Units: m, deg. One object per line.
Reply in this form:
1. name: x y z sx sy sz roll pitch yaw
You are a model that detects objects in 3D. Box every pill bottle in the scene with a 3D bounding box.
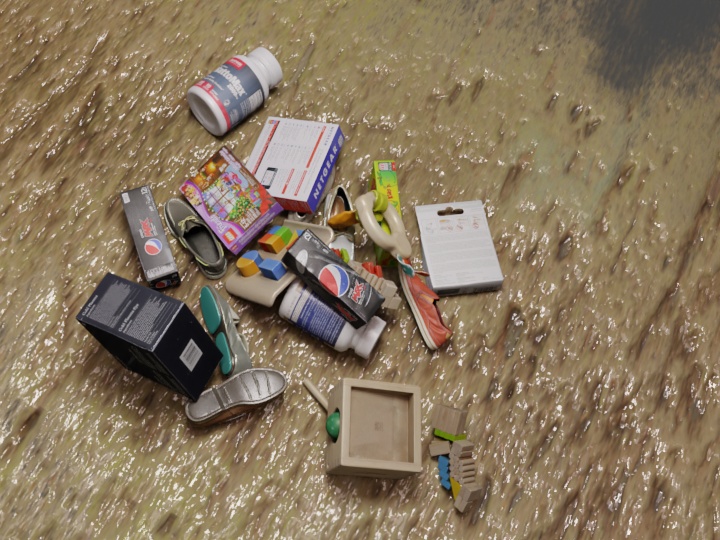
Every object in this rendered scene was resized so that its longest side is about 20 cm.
1. pill bottle: -0.273 -0.403 1.690 0.119 0.120 0.200 42 67 11
2. pill bottle: -0.053 0.090 1.512 0.198 0.111 0.112 30 66 5

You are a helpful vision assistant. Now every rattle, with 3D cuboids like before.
1. rattle: 0.030 -0.044 1.505 0.142 0.130 0.202 -31 91 14

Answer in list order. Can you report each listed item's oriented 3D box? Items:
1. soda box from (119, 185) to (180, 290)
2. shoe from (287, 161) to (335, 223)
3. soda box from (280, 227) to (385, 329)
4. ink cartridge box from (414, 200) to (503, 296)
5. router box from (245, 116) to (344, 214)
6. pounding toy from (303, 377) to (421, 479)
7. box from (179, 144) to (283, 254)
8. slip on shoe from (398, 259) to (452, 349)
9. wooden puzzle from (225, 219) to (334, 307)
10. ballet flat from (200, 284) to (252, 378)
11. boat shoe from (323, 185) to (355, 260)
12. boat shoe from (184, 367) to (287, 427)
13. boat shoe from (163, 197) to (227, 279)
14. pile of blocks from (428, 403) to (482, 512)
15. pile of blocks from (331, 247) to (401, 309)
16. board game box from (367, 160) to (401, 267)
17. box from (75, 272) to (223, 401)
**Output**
1. soda box: -0.423 -0.065 1.536 0.062 0.071 0.202 -18 72 -13
2. shoe: -0.101 -0.179 1.653 0.069 0.054 0.202 21 65 1
3. soda box: -0.052 0.017 1.427 0.200 0.071 0.064 42 67 -4
4. ink cartridge box: 0.208 -0.048 1.652 0.160 0.057 0.203 -6 59 -11
5. router box: -0.150 -0.228 1.631 0.177 0.049 0.202 11 65 23
6. pounding toy: -0.002 0.287 1.437 0.197 0.142 0.187 9 66 -16
7. box: -0.269 -0.148 1.576 0.137 0.039 0.200 -44 64 0
8. slip on shoe: 0.132 0.060 1.568 0.061 0.074 0.202 -26 76 13
9. wooden puzzle: -0.169 -0.028 1.521 0.200 0.184 0.047 -50 125 -21
10. ballet flat: -0.262 0.119 1.503 0.063 0.067 0.202 0 57 -40
11. boat shoe: -0.047 -0.082 1.609 0.073 0.069 0.203 -3 71 -12
12. boat shoe: -0.234 0.241 1.446 0.197 0.068 0.073 -15 62 -13
13. boat shoe: -0.340 -0.077 1.570 0.072 0.060 0.203 -32 75 -20
14. pile of blocks: 0.185 0.357 1.469 0.062 0.081 0.203 11 68 -51
15. pile of blocks: 0.000 0.000 1.522 0.198 0.063 0.082 29 21 2
16. board game box: 0.053 -0.120 1.624 0.047 0.102 0.203 -2 67 -8
17. box: -0.374 0.120 1.375 0.180 0.201 0.105 18 62 23
